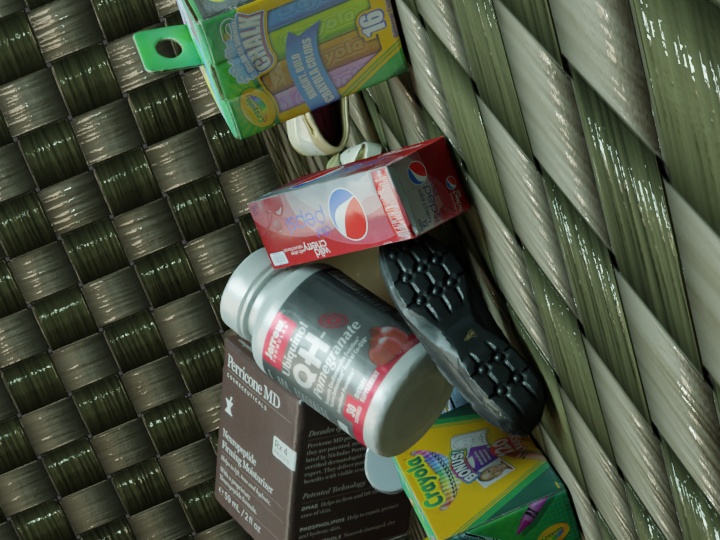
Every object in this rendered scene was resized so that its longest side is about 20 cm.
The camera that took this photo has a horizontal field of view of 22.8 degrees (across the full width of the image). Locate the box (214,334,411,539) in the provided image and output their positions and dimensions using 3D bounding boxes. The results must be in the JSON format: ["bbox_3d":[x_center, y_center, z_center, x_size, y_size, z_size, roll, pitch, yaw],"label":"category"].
[{"bbox_3d":[-0.047,0.180,1.928,0.166,0.163,0.202,34,126,49],"label":"box"}]

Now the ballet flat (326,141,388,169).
[{"bbox_3d":[0.011,-0.089,1.772,0.200,0.070,0.071,-110,0,-60],"label":"ballet flat"}]

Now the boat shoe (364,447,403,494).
[{"bbox_3d":[0.049,0.113,1.708,0.057,0.068,0.202,14,-86,-84],"label":"boat shoe"}]

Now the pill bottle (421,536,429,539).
[{"bbox_3d":[0.117,0.290,1.720,0.110,0.108,0.200,67,153,11],"label":"pill bottle"}]

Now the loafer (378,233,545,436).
[{"bbox_3d":[0.078,0.052,1.445,0.201,0.068,0.071,54,166,24],"label":"loafer"}]

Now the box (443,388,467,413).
[{"bbox_3d":[0.096,0.121,1.873,0.200,0.037,0.138,82,165,-72],"label":"box"}]

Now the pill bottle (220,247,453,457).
[{"bbox_3d":[-0.023,0.063,1.534,0.199,0.111,0.111,33,158,27],"label":"pill bottle"}]

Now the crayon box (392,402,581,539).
[{"bbox_3d":[0.105,0.192,1.584,0.200,0.118,0.059,-122,11,-65],"label":"crayon box"}]

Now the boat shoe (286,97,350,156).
[{"bbox_3d":[-0.044,-0.214,1.800,0.069,0.073,0.202,12,116,56],"label":"boat shoe"}]

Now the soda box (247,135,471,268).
[{"bbox_3d":[-0.004,-0.053,1.460,0.199,0.070,0.064,-10,104,53],"label":"soda box"}]

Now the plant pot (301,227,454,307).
[{"bbox_3d":[0.024,0.009,1.610,0.200,0.092,0.202,28,135,32],"label":"plant pot"}]

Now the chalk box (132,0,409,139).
[{"bbox_3d":[-0.081,-0.199,1.431,0.125,0.198,0.124,-117,6,-47],"label":"chalk box"}]
